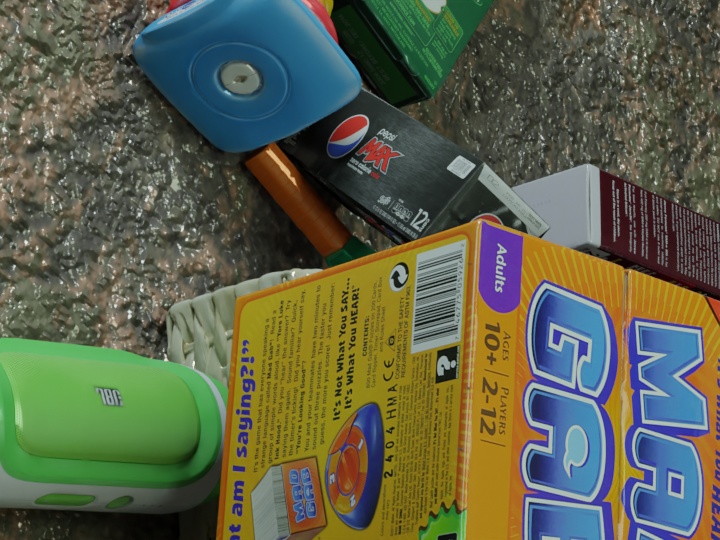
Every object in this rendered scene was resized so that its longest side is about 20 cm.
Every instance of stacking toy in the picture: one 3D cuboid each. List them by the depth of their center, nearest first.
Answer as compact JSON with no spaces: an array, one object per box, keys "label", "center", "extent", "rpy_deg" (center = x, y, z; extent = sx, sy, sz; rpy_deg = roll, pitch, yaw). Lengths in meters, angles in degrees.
[{"label":"stacking toy","center":[-0.057,-0.182,1.450],"extent":[0.110,0.116,0.201],"rpy_deg":[48,36,-31]}]

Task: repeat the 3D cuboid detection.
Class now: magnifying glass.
[{"label":"magnifying glass","center":[0.000,0.000,1.473],"extent":[0.200,0.079,0.022],"rpy_deg":[48,49,-13]}]

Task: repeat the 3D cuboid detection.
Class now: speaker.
[{"label":"speaker","center":[-0.158,0.085,1.251],"extent":[0.199,0.088,0.089],"rpy_deg":[9,72,-47]}]

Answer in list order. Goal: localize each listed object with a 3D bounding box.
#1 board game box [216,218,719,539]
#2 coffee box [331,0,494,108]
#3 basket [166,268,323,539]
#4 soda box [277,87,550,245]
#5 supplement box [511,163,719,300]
[{"label":"board game box","center":[0.063,0.112,1.207],"extent":[0.199,0.199,0.201],"rpy_deg":[17,68,-36]},{"label":"coffee box","center":[0.041,-0.216,1.600],"extent":[0.123,0.044,0.200],"rpy_deg":[52,46,-24]},{"label":"basket","center":[-0.029,0.102,1.355],"extent":[0.123,0.135,0.201],"rpy_deg":[8,72,-42]},{"label":"soda box","center":[0.029,-0.051,1.421],"extent":[0.063,0.200,0.071],"rpy_deg":[-49,123,-1]},{"label":"supplement box","center":[0.181,-0.009,1.642],"extent":[0.199,0.109,0.061],"rpy_deg":[19,64,-43]}]
